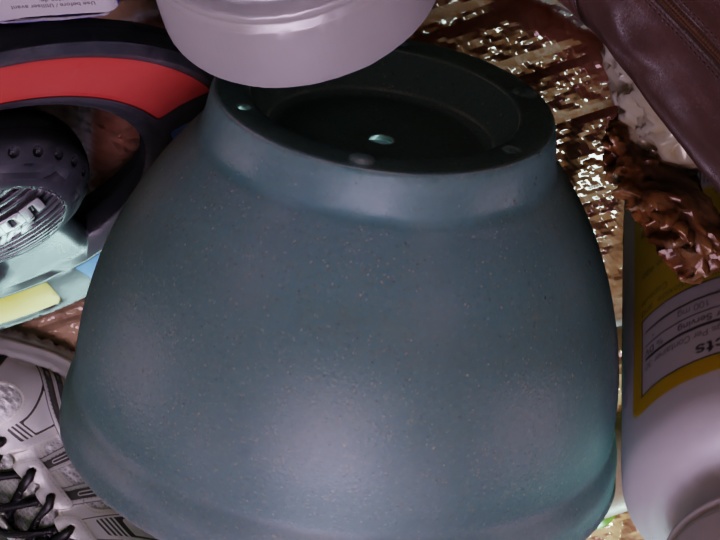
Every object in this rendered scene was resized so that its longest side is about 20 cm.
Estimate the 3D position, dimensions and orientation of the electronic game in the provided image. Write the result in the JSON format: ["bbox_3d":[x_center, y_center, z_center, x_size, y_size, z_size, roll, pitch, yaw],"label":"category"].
[{"bbox_3d":[-0.136,-0.028,1.005,0.199,0.042,0.200,-18,155,-8],"label":"electronic game"}]

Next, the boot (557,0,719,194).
[{"bbox_3d":[0.119,-0.110,0.821,0.064,0.200,0.187,-21,149,-30],"label":"boot"}]

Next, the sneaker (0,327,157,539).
[{"bbox_3d":[-0.120,0.098,1.164,0.200,0.088,0.076,33,133,-25],"label":"sneaker"}]

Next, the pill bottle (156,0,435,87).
[{"bbox_3d":[-0.035,-0.159,0.847,0.113,0.115,0.201,-3,138,10],"label":"pill bottle"}]

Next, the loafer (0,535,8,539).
[{"bbox_3d":[-0.219,0.168,1.269,0.072,0.063,0.200,28,134,-24],"label":"loafer"}]

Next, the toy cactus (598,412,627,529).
[{"bbox_3d":[0.056,0.073,1.097,0.164,0.103,0.199,-10,153,44],"label":"toy cactus"}]

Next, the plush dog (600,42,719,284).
[{"bbox_3d":[0.163,-0.077,0.920,0.171,0.160,0.201,12,106,14],"label":"plush dog"}]

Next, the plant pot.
[{"bbox_3d":[0.000,0.000,0.965,0.199,0.201,0.135,7,116,-1],"label":"plant pot"}]

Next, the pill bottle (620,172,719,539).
[{"bbox_3d":[0.146,0.043,0.985,0.110,0.201,0.112,4,139,3],"label":"pill bottle"}]

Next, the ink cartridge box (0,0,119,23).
[{"bbox_3d":[-0.152,-0.150,0.899,0.135,0.077,0.201,-3,136,10],"label":"ink cartridge box"}]
